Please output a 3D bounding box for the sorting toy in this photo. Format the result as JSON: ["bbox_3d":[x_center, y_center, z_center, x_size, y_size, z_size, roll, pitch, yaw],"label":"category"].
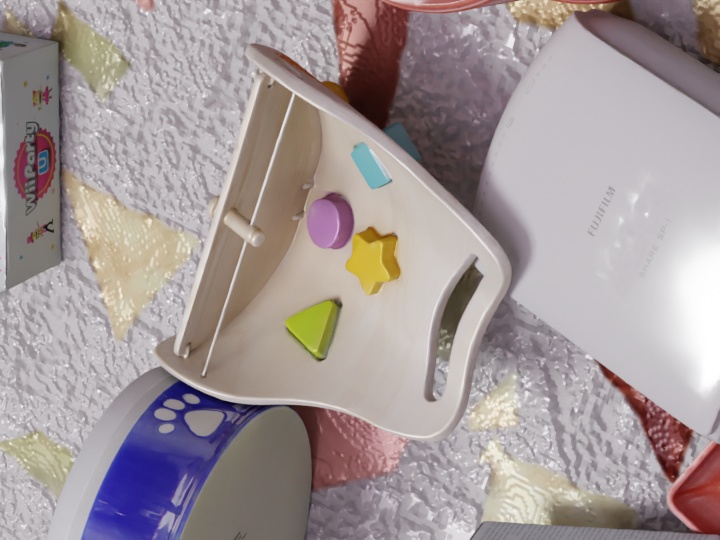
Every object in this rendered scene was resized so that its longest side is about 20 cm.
[{"bbox_3d":[0.000,0.000,1.289,0.180,0.106,0.201,35,119,30],"label":"sorting toy"}]

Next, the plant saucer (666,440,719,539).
[{"bbox_3d":[0.294,0.118,1.227,0.200,0.037,0.200,42,120,10],"label":"plant saucer"}]

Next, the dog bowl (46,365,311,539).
[{"bbox_3d":[-0.105,0.162,1.360,0.078,0.200,0.202,16,112,21],"label":"dog bowl"}]

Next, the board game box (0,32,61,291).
[{"bbox_3d":[-0.288,-0.081,1.467,0.199,0.064,0.149,12,111,26],"label":"board game box"}]

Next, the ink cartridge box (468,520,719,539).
[{"bbox_3d":[0.168,0.238,1.309,0.198,0.043,0.198,1,117,26],"label":"ink cartridge box"}]

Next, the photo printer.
[{"bbox_3d":[0.152,-0.031,1.224,0.200,0.069,0.167,38,118,28],"label":"photo printer"}]

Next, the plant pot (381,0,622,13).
[{"bbox_3d":[0.073,-0.216,1.154,0.199,0.195,0.203,9,109,26],"label":"plant pot"}]
